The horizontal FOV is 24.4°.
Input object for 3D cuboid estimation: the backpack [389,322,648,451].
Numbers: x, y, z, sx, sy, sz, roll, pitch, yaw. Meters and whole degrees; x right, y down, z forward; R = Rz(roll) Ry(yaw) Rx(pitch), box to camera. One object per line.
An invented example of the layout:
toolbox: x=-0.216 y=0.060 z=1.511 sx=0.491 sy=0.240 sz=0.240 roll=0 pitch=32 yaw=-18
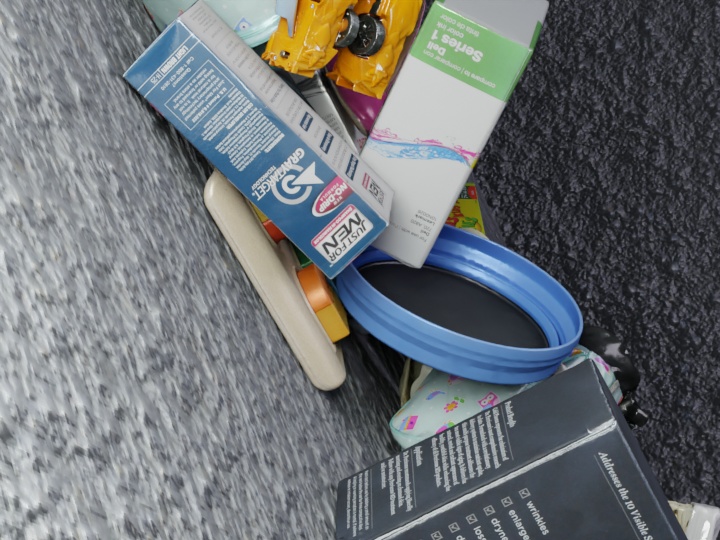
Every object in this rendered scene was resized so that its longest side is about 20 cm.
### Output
backpack: x=0.116 y=0.125 z=1.362 sx=0.200 sy=0.167 sz=0.127 roll=-45 pitch=113 yaw=-34

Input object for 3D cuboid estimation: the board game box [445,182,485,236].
board game box: x=0.080 y=0.029 z=1.536 sx=0.102 sy=0.048 sz=0.200 roll=-95 pitch=-173 yaw=-54

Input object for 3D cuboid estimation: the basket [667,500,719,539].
basket: x=0.229 y=0.285 z=1.443 sx=0.136 sy=0.123 sz=0.200 roll=33 pitch=74 yaw=-75

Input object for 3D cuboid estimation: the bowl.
bowl: x=0.074 y=0.023 z=1.302 sx=0.201 sy=0.039 sz=0.201 roll=17 pitch=24 yaw=-8

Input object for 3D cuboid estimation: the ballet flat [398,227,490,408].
ballet flat: x=0.072 y=0.059 z=1.440 sx=0.069 sy=0.069 sz=0.200 roll=-103 pitch=-159 yaw=-56

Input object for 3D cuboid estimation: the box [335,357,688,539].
box: x=0.114 y=0.199 z=1.087 sx=0.200 sy=0.197 sz=0.124 roll=61 pitch=9 yaw=-15

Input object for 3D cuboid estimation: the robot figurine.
robot figurine: x=0.003 y=-0.230 z=1.185 sx=0.058 sy=0.200 sz=0.145 roll=25 pitch=9 yaw=42

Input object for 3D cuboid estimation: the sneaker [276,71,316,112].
sneaker: x=-0.051 y=-0.090 z=1.374 sx=0.200 sy=0.075 sz=0.079 roll=53 pitch=1 yaw=-2

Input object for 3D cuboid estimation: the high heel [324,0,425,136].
high heel: x=0.023 y=-0.185 z=1.455 sx=0.067 sy=0.096 sz=0.200 roll=59 pitch=11 yaw=-24

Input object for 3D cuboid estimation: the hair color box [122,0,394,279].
hair color box: x=-0.067 y=-0.093 z=1.162 sx=0.200 sy=0.061 sz=0.100 roll=44 pitch=15 yaw=-9

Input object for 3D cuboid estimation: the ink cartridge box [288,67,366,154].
ink cartridge box: x=-0.063 y=-0.164 z=1.486 sx=0.200 sy=0.083 sz=0.147 roll=63 pitch=10 yaw=-2

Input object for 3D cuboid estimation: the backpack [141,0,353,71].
backpack: x=-0.072 y=-0.237 z=1.275 sx=0.176 sy=0.200 sz=0.153 roll=7 pitch=-54 yaw=49

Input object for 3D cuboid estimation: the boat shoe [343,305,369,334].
boat shoe: x=0.000 y=0.000 z=1.464 sx=0.071 sy=0.072 sz=0.200 roll=53 pitch=1 yaw=-15

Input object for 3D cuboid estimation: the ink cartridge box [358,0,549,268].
ink cartridge box: x=0.061 y=-0.123 z=1.291 sx=0.084 sy=0.200 sz=0.145 roll=26 pitch=26 yaw=-1

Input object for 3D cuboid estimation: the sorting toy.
sorting toy: x=-0.057 y=-0.023 z=1.268 sx=0.185 sy=0.036 sz=0.200 roll=60 pitch=10 yaw=-18
